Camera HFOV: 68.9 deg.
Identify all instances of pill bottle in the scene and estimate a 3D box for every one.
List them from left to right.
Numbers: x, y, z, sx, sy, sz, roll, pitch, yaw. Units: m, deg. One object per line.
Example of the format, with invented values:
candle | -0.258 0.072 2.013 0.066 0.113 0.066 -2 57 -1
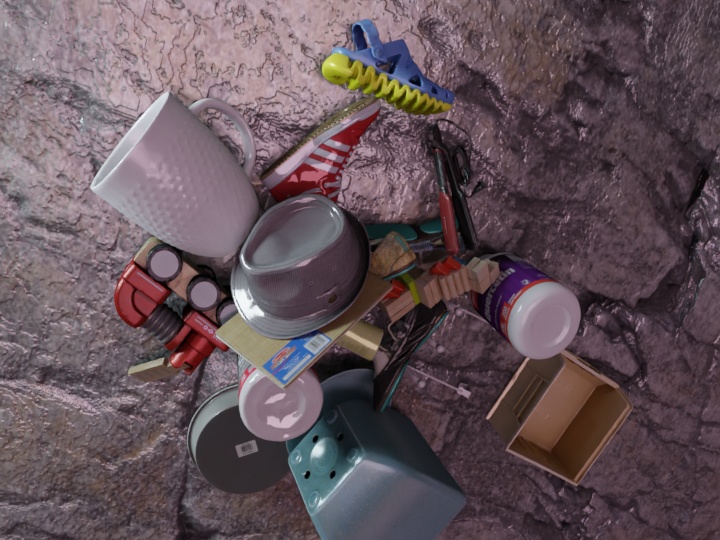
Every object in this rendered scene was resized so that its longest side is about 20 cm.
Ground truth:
pill bottle | -0.121 0.136 0.747 0.107 0.200 0.114 -5 110 -13
pill bottle | 0.238 0.043 0.811 0.109 0.200 0.116 -5 110 -13

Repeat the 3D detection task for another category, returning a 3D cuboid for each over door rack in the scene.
over door rack | 0.147 0.128 0.889 0.196 0.067 0.151 23 102 -21

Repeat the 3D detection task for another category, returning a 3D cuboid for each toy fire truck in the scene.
toy fire truck | -0.279 0.076 0.741 0.175 0.128 0.201 41 85 -23

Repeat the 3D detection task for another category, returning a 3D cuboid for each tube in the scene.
tube | -0.061 0.070 0.785 0.196 0.052 0.059 24 112 -3

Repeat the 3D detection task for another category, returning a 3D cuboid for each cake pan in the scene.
cake pan | -0.187 0.286 0.870 0.194 0.037 0.206 -5 109 -13

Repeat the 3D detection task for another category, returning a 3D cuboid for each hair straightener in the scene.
hair straightener | 0.147 -0.129 0.787 0.075 0.041 0.206 -11 86 -18

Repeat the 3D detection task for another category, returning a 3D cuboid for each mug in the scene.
mug | -0.209 -0.127 0.677 0.175 0.146 0.204 41 65 -33

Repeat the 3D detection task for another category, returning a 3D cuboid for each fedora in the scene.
fedora | -0.082 -0.021 0.653 0.196 0.180 0.091 -25 152 -5

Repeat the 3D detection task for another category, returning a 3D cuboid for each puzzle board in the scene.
puzzle board | -0.073 0.055 0.691 0.199 0.149 0.018 -41 137 -28

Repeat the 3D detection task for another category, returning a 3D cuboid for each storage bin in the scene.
storage bin | 0.373 0.262 0.981 0.197 0.094 0.201 29 99 -22

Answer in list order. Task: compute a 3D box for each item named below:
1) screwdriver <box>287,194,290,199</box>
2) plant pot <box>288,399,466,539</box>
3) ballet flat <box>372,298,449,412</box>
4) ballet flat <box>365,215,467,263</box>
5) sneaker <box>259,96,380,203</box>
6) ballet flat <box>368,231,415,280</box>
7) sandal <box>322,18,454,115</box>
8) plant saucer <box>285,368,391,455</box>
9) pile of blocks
screwdriver | -0.086 -0.022 0.776 0.029 0.028 0.205 -23 128 -29
plant pot | 0.004 0.319 0.805 0.196 0.196 0.200 -46 126 1
ballet flat | 0.062 0.122 0.825 0.068 0.068 0.203 34 93 12
ballet flat | 0.085 -0.039 0.816 0.194 0.074 0.076 -7 110 -11
sneaker | -0.034 -0.147 0.744 0.198 0.072 0.113 -35 110 7
ballet flat | 0.000 0.000 0.774 0.070 0.072 0.198 36 139 -22
sandal | 0.049 -0.276 0.721 0.195 0.079 0.090 17 90 -24
plant saucer | -0.040 0.238 0.874 0.196 0.039 0.206 -17 125 -25
pile of blocks | 0.106 0.006 0.784 0.195 0.083 0.063 -18 131 7
